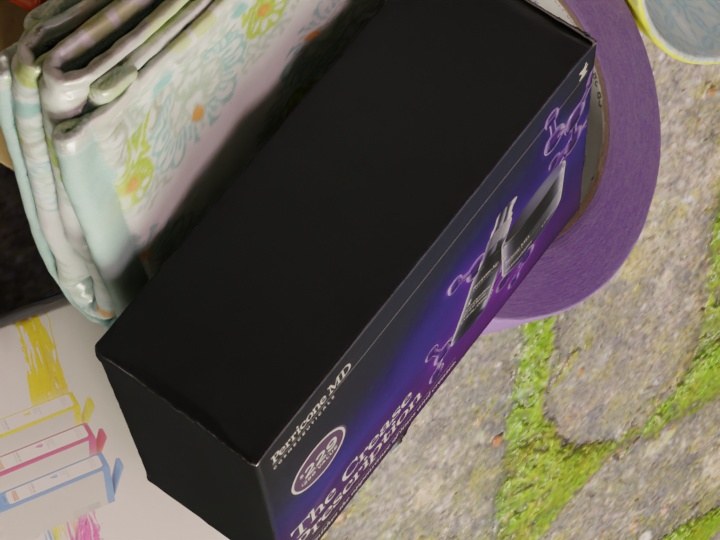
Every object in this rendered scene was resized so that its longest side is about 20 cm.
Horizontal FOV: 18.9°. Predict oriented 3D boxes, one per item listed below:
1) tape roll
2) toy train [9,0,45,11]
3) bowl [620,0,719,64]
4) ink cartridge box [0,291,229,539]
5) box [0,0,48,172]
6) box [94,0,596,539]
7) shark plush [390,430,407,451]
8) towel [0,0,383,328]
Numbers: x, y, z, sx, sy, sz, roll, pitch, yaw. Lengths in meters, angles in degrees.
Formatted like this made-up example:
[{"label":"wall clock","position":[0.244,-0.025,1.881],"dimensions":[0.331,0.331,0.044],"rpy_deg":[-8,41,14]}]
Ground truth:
[{"label":"tape roll","position":[0.040,-0.071,0.976],"dimensions":[0.199,0.066,0.201],"rpy_deg":[8,76,-33]},{"label":"toy train","position":[-0.160,-0.174,0.704],"dimensions":[0.150,0.056,0.201],"rpy_deg":[-11,107,7]},{"label":"bowl","position":[0.171,-0.213,1.049],"dimensions":[0.200,0.108,0.201],"rpy_deg":[-28,141,-26]},{"label":"ink cartridge box","position":[-0.154,0.087,0.908],"dimensions":[0.199,0.128,0.126],"rpy_deg":[-22,94,-24]},{"label":"box","position":[-0.132,-0.155,0.750],"dimensions":[0.200,0.163,0.021],"rpy_deg":[-57,-173,16]},{"label":"box","position":[0.000,0.000,0.812],"dimensions":[0.200,0.079,0.141],"rpy_deg":[-51,161,-17]},{"label":"shark plush","position":[-0.054,0.078,1.026],"dimensions":[0.083,0.091,0.200],"rpy_deg":[21,131,-22]},{"label":"towel","position":[-0.049,-0.077,0.756],"dimensions":[0.171,0.048,0.200],"rpy_deg":[-49,169,-17]}]
